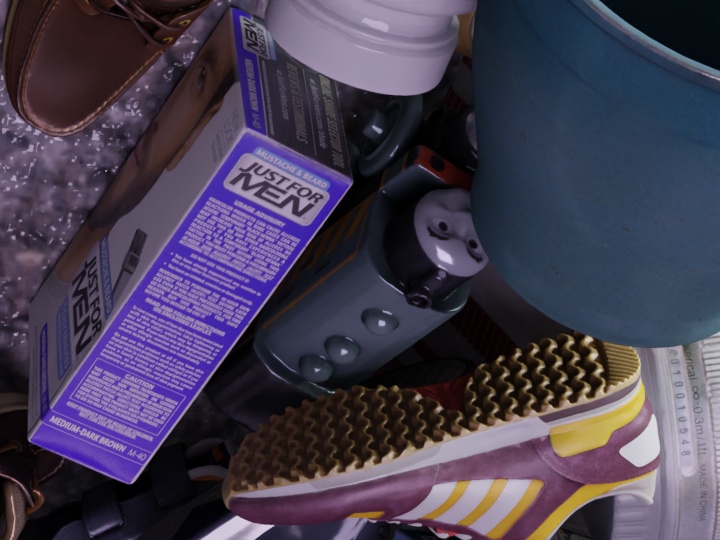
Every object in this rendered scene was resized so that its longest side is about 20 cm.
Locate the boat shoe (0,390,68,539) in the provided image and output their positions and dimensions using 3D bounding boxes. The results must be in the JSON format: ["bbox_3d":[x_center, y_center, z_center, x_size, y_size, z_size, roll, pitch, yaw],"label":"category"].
[{"bbox_3d":[-0.191,0.108,1.191,0.072,0.072,0.200,-43,165,14],"label":"boat shoe"}]

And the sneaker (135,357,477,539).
[{"bbox_3d":[0.003,0.145,1.202,0.202,0.077,0.147,-34,103,6],"label":"sneaker"}]

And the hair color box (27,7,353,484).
[{"bbox_3d":[-0.085,-0.011,1.159,0.065,0.110,0.200,26,118,-24],"label":"hair color box"}]

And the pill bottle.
[{"bbox_3d":[0.028,-0.181,1.041,0.111,0.112,0.201,12,119,-17],"label":"pill bottle"}]

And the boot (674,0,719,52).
[{"bbox_3d":[0.149,-0.152,1.100,0.199,0.097,0.075,12,126,-18],"label":"boot"}]

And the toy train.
[{"bbox_3d":[0.000,0.000,1.152,0.085,0.115,0.200,31,140,-22],"label":"toy train"}]

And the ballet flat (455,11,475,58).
[{"bbox_3d":[0.111,-0.113,1.146,0.198,0.063,0.069,7,125,-14],"label":"ballet flat"}]

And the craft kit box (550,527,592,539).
[{"bbox_3d":[0.136,0.243,1.356,0.196,0.049,0.201,19,121,-19],"label":"craft kit box"}]

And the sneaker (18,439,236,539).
[{"bbox_3d":[-0.101,0.128,1.271,0.198,0.078,0.080,-1,105,-10],"label":"sneaker"}]

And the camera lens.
[{"bbox_3d":[0.208,0.057,1.227,0.198,0.160,0.161,-7,127,-5],"label":"camera lens"}]

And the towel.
[{"bbox_3d":[0.064,0.013,1.191,0.023,0.144,0.201,-10,134,-39],"label":"towel"}]

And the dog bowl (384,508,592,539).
[{"bbox_3d":[0.074,0.186,1.365,0.198,0.059,0.201,-5,128,-6],"label":"dog bowl"}]

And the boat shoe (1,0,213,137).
[{"bbox_3d":[-0.099,-0.135,1.090,0.072,0.068,0.200,25,119,-25],"label":"boat shoe"}]

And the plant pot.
[{"bbox_3d":[0.130,-0.078,1.010,0.198,0.201,0.189,5,139,-13],"label":"plant pot"}]

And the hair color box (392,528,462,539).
[{"bbox_3d":[0.089,0.188,1.197,0.199,0.060,0.101,12,101,-42],"label":"hair color box"}]

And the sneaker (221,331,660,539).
[{"bbox_3d":[0.039,0.098,1.119,0.199,0.075,0.091,-14,118,3],"label":"sneaker"}]
